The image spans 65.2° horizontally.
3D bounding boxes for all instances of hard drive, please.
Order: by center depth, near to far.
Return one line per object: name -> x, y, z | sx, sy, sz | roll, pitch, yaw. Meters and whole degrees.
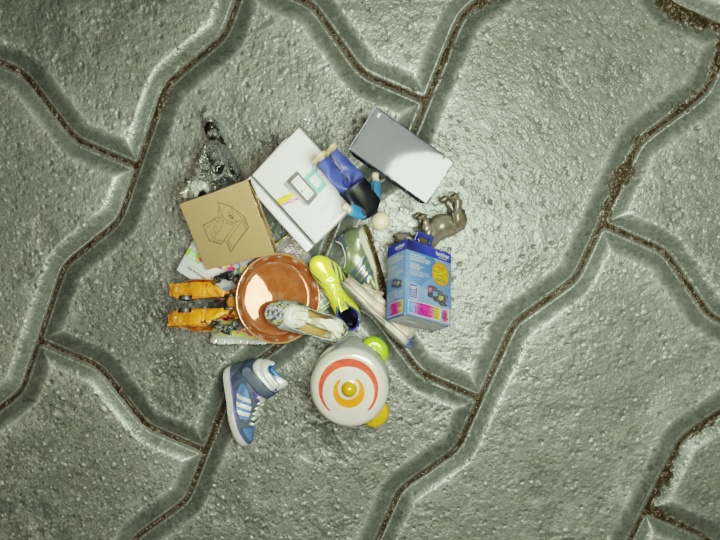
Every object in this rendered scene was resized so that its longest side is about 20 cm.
hard drive -> -0.173, -0.127, 1.269 | 0.027, 0.132, 0.200 | -41, 94, 6

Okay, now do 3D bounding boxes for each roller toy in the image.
roller toy -> -0.024, 0.259, 1.305 | 0.179, 0.140, 0.204 | -1, 97, 3

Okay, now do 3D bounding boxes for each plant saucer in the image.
plant saucer -> -0.187, 0.063, 1.272 | 0.197, 0.032, 0.204 | 1, 88, -25

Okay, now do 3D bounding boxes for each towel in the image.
towel -> -0.160, 0.027, 1.320 | 0.143, 0.023, 0.202 | -33, 98, -12

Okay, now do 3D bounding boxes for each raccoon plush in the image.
raccoon plush -> -0.363, -0.248, 1.302 | 0.132, 0.097, 0.203 | -24, 65, 13

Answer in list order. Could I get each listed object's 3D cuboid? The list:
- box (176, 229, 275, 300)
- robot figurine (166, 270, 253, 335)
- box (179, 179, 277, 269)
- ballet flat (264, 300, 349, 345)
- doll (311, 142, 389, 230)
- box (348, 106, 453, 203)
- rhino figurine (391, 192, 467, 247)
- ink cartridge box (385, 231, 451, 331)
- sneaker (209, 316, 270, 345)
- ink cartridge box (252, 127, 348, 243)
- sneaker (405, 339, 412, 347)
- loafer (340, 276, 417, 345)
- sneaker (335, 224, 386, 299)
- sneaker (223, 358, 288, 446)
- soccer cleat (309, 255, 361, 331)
box -> -0.318, -0.046, 1.331 | 0.155, 0.041, 0.202 | 33, 98, -2
robot figurine -> -0.339, 0.076, 1.288 | 0.196, 0.058, 0.148 | -2, 78, 4
box -> -0.293, -0.097, 1.244 | 0.197, 0.021, 0.166 | -12, 107, 27
ballet flat -> -0.112, 0.110, 1.243 | 0.198, 0.072, 0.073 | 20, 97, -18
doll -> -0.007, -0.167, 1.154 | 0.201, 0.048, 0.136 | 51, 52, -4
box -> 0.085, -0.242, 1.221 | 0.199, 0.182, 0.105 | 34, 96, -1
rhino figurine -> 0.156, -0.093, 1.297 | 0.198, 0.060, 0.088 | -31, 106, 8
ink cartridge box -> 0.129, 0.019, 1.236 | 0.135, 0.076, 0.203 | 16, 65, -32
sneaker -> -0.261, 0.129, 1.333 | 0.196, 0.078, 0.092 | -1, 90, 0
ink cartridge box -> -0.111, -0.187, 1.253 | 0.146, 0.147, 0.200 | -43, 93, 6
sneaker -> 0.118, 0.082, 1.315 | 0.077, 0.075, 0.204 | 1, 98, -1
loafer -> 0.044, 0.079, 1.260 | 0.200, 0.072, 0.063 | 44, 77, 0
sneaker -> 0.000, 0.000, 1.318 | 0.088, 0.067, 0.203 | -13, 99, 17
sneaker -> -0.240, 0.312, 1.349 | 0.144, 0.081, 0.204 | -11, 91, 8
soccer cleat -> -0.052, 0.053, 1.285 | 0.064, 0.084, 0.202 | -27, 116, 5
